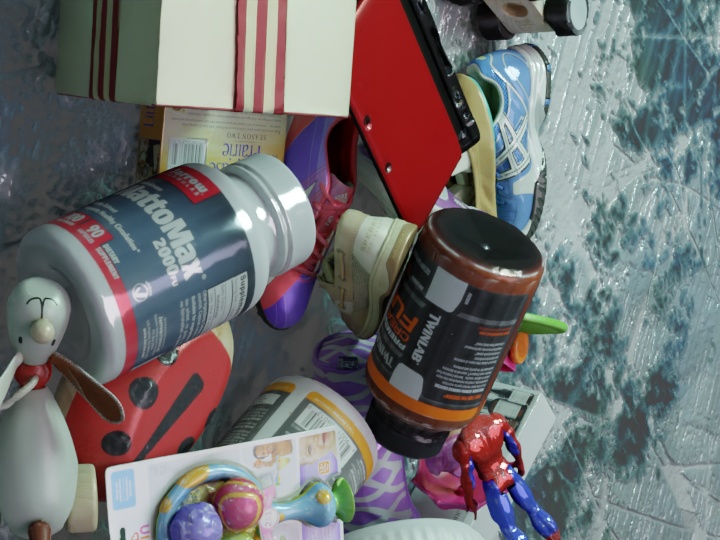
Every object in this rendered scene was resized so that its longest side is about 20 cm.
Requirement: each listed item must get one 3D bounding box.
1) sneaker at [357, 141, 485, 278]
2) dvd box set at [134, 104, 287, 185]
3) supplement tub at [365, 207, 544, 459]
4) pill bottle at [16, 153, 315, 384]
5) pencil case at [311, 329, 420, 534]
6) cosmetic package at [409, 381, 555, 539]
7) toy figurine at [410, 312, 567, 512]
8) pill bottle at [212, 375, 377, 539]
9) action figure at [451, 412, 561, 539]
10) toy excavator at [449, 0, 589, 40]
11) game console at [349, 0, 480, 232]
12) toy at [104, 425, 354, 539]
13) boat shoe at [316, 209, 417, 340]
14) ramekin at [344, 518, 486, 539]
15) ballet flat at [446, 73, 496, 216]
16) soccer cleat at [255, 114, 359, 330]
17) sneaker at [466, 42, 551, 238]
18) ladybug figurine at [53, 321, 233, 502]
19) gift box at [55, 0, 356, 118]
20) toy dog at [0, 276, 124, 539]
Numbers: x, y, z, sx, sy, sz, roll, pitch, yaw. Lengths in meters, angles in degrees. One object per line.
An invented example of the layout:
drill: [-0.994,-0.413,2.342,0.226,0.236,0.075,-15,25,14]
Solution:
sneaker: [0.051,-0.036,1.541,0.200,0.100,0.075,38,23,-29]
dvd box set: [-0.109,-0.158,1.342,0.146,0.029,0.202,-3,100,-51]
supplement tub: [0.069,0.057,1.404,0.107,0.107,0.201,-14,133,-50]
pill bottle: [-0.136,-0.010,1.243,0.199,0.119,0.120,-28,120,-34]
pencil case: [0.007,0.148,1.523,0.084,0.085,0.201,-81,166,-65]
cosmetic package: [0.108,0.203,1.670,0.201,0.082,0.051,-59,138,-25]
toy figurine: [0.095,0.126,1.555,0.200,0.149,0.185,22,75,-64]
pill bottle: [-0.083,0.190,1.394,0.200,0.116,0.117,-49,133,-32]
action figure: [0.124,0.190,1.505,0.065,0.052,0.201,-32,112,-14]
toy excavator: [0.180,-0.311,1.637,0.194,0.099,0.201,39,60,-51]
game console: [0.011,-0.162,1.422,0.118,0.172,0.201,-36,130,-12]
toy: [-0.089,0.190,1.285,0.199,0.047,0.116,-8,99,-35]
boat shoe: [0.000,0.000,1.415,0.200,0.065,0.072,106,8,-71]
ramekin: [0.037,0.296,1.513,0.200,0.199,0.106,29,44,-51]
ballet flat: [0.093,-0.081,1.598,0.063,0.068,0.201,-25,117,-31]
soccer cleat: [-0.042,-0.047,1.422,0.068,0.073,0.201,10,91,-53]
sneaker: [0.132,-0.116,1.644,0.077,0.076,0.202,-8,103,-32]
ladybug figurine: [-0.161,0.095,1.305,0.201,0.072,0.136,-57,138,-26]
gift box: [-0.092,-0.205,1.188,0.184,0.199,0.188,-1,97,-40]
toy dog: [-0.224,0.116,1.169,0.131,0.096,0.201,-21,121,-8]
